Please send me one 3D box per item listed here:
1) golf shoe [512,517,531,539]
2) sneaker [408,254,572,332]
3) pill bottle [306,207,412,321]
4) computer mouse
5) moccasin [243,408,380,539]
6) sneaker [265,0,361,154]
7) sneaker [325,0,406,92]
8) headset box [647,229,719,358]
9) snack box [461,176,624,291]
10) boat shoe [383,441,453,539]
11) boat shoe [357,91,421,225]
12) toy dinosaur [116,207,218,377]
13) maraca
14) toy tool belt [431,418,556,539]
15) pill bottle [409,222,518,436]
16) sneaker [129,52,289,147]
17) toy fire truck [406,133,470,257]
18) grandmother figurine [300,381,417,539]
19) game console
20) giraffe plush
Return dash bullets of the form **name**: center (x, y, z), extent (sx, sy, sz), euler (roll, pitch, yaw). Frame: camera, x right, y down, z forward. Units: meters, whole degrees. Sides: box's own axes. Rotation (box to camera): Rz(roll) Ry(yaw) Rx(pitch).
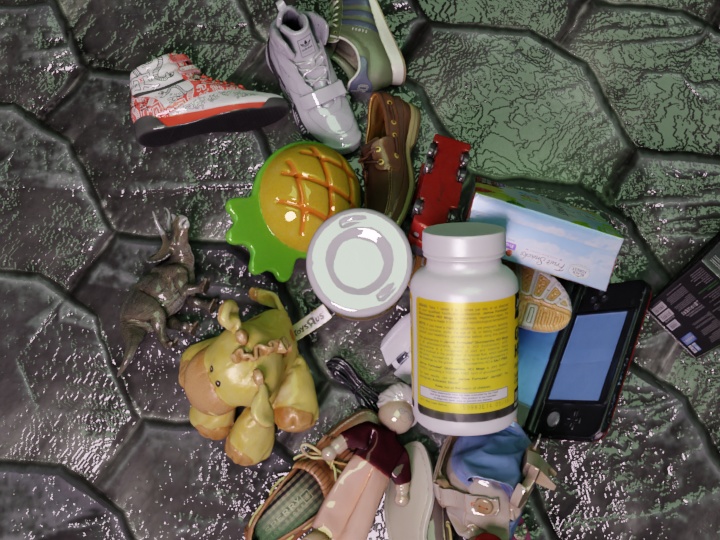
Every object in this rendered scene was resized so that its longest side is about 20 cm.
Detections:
- **golf shoe**: center (0.144, 0.350, 0.942), extent (0.074, 0.092, 0.201), euler (10, 48, -3)
- **sneaker**: center (0.154, 0.028, 1.027), extent (0.198, 0.088, 0.076), euler (18, 72, 20)
- **pill bottle**: center (0.000, 0.000, 0.972), extent (0.110, 0.200, 0.113), euler (0, 85, 1)
- **computer mouse**: center (0.058, 0.088, 0.988), extent (0.200, 0.044, 0.110), euler (-45, 78, 18)
- **moccasin**: center (-0.049, 0.231, 0.961), extent (0.201, 0.078, 0.074), euler (-37, 77, -15)
- **sneaker**: center (-0.062, -0.247, 1.104), extent (0.075, 0.115, 0.201), euler (-28, 75, -13)
- **sneaker**: center (-0.019, -0.325, 1.158), extent (0.089, 0.067, 0.202), euler (-22, 77, -17)
- **headset box**: center (0.463, -0.013, 1.033), extent (0.200, 0.174, 0.093), euler (-41, 78, -17)
- **snack box**: center (0.203, -0.049, 1.011), extent (0.167, 0.200, 0.068), euler (18, 104, 5)
- **boat shoe**: center (0.071, 0.293, 0.959), extent (0.059, 0.072, 0.202), euler (26, 49, -38)
- **boat shoe**: center (0.026, -0.134, 1.084), extent (0.067, 0.072, 0.202), euler (25, 60, -32)
- **toy dinosaur**: center (-0.237, 0.037, 1.028), extent (0.101, 0.077, 0.201), euler (24, 76, 17)
- **maraca**: center (-0.077, -0.074, 1.039), extent (0.200, 0.107, 0.138), euler (-43, 99, -32)
- **toy tool belt**: center (0.141, 0.218, 0.911), extent (0.123, 0.200, 0.124), euler (14, 114, 3)
- **pill bottle**: center (0.107, 0.057, 0.891), extent (0.111, 0.113, 0.203), euler (-3, 103, -5)
- **sneaker**: center (-0.198, -0.232, 1.115), extent (0.199, 0.067, 0.109), euler (-12, 75, -5)
- **toy fire truck**: center (0.086, -0.079, 1.023), extent (0.048, 0.142, 0.201), euler (15, 52, 1)
- **grandmother figurine**: center (0.014, 0.213, 0.929), extent (0.121, 0.060, 0.201), euler (44, 61, -33)
- **game console**: center (0.220, 0.082, 1.016), extent (0.118, 0.172, 0.202), euler (32, 70, -21)
- **giraffe plush**: center (-0.121, 0.111, 0.926), extent (0.172, 0.162, 0.201), euler (39, 94, 8)
